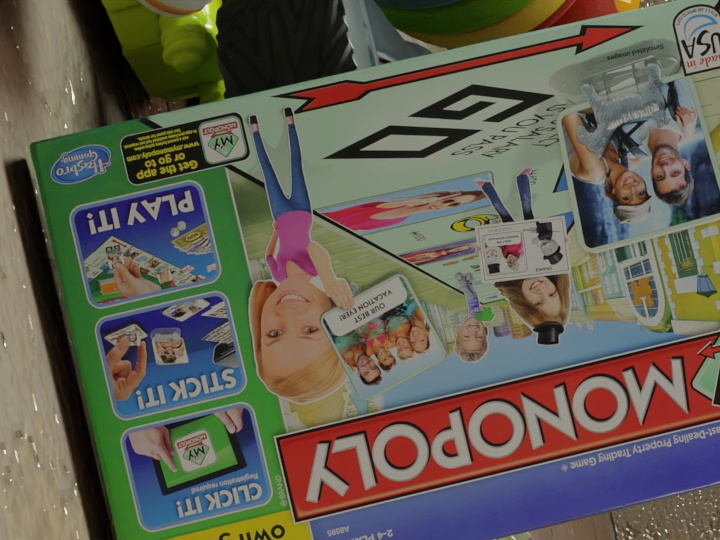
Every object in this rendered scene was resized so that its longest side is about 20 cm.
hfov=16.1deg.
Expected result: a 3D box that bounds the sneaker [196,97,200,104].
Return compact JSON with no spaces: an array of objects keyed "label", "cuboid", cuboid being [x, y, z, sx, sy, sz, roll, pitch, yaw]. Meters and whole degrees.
[{"label":"sneaker","cuboid":[0.000,0.000,0.951,0.082,0.074,0.200,84,-15,-46]}]

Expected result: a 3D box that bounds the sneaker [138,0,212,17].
[{"label":"sneaker","cuboid":[-0.086,-0.161,0.741,0.078,0.079,0.200,-3,52,-49]}]

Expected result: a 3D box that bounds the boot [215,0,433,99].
[{"label":"boot","cuboid":[0.039,0.001,0.835,0.200,0.065,0.165,34,45,-46]}]

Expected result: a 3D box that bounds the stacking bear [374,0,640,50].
[{"label":"stacking bear","cuboid":[0.043,-0.130,0.940,0.200,0.113,0.122,46,38,-57]}]

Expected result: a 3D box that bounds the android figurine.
[{"label":"android figurine","cuboid":[-0.069,-0.143,0.880,0.182,0.041,0.201,63,14,-61]}]

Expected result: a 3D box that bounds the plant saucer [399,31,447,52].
[{"label":"plant saucer","cuboid":[0.002,-0.125,1.056,0.200,0.032,0.200,56,17,-27]}]

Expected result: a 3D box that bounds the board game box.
[{"label":"board game box","cuboid":[0.020,0.009,0.710,0.029,0.199,0.135,134,-57,-84]}]

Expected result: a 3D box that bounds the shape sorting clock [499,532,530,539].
[{"label":"shape sorting clock","cuboid":[0.063,0.115,1.186,0.200,0.039,0.200,45,-1,1]}]
